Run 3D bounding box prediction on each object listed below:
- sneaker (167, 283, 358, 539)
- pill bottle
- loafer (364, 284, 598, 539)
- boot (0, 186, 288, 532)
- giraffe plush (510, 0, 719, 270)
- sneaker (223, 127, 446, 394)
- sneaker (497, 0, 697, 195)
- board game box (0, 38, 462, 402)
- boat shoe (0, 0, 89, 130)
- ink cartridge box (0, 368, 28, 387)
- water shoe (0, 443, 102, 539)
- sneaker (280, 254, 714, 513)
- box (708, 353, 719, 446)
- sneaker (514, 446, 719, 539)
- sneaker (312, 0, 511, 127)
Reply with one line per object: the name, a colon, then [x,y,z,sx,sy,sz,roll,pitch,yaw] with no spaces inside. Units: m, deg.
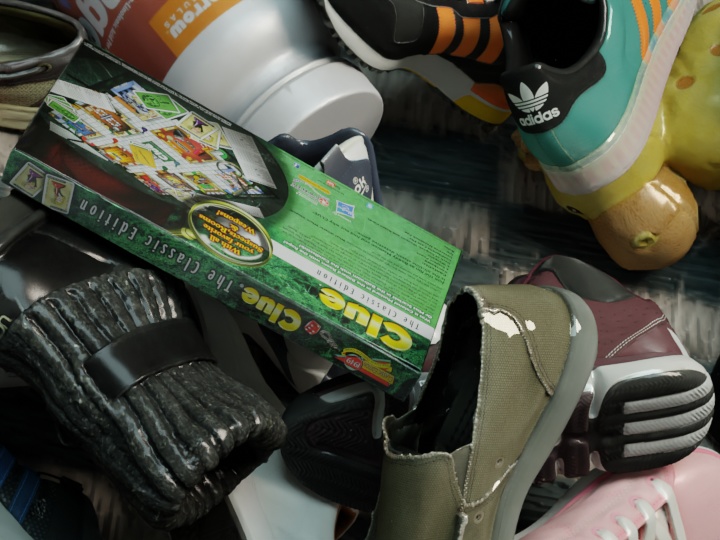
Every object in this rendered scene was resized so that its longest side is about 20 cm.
sneaker: [-0.052,0.093,1.280,0.084,0.073,0.201,16,41,-35]
pill bottle: [-0.081,-0.131,1.408,0.112,0.112,0.200,-27,66,-30]
loafer: [0.029,0.092,1.168,0.069,0.201,0.075,24,-2,-33]
boot: [-0.088,0.024,1.219,0.158,0.080,0.211,38,33,9]
giraffe plush: [0.167,-0.069,1.409,0.161,0.173,0.201,-24,69,-4]
sneaker: [0.000,0.000,1.313,0.199,0.130,0.080,32,52,12]
sneaker: [0.114,-0.133,1.353,0.071,0.080,0.201,-17,38,30]
board game box: [-0.053,-0.024,1.216,0.199,0.024,0.105,29,32,-4]
boat shoe: [-0.233,-0.121,1.398,0.199,0.065,0.074,5,52,-8]
ink cartridge box: [-0.219,-0.025,1.287,0.200,0.050,0.161,47,24,22]
water shoe: [-0.167,0.112,1.238,0.079,0.072,0.200,-2,44,-51]
sneaker: [0.056,0.047,1.272,0.199,0.076,0.116,-4,37,-8]
box: [0.294,0.052,1.345,0.199,0.125,0.149,-21,60,-28]
sneaker: [0.107,0.143,1.231,0.199,0.105,0.076,-22,104,-22]
sneaker: [0.048,-0.141,1.401,0.200,0.090,0.070,24,37,-54]
